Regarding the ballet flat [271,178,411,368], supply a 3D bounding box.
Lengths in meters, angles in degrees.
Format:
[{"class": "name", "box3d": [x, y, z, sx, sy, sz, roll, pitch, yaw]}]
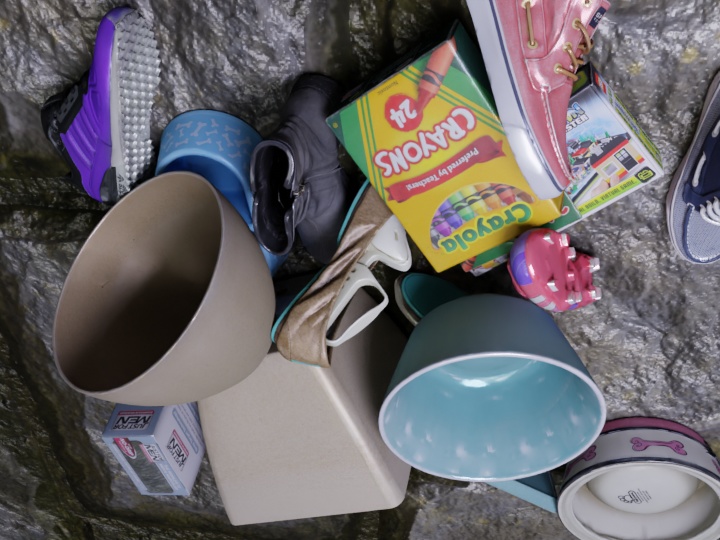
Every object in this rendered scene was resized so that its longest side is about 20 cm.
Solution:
[{"class": "ballet flat", "box3d": [0.000, 0.000, 0.735, 0.072, 0.201, 0.068, 28, 166, 18]}]

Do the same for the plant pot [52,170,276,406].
[{"class": "plant pot", "box3d": [-0.151, 0.035, 0.731, 0.198, 0.202, 0.134, -20, 143, 28]}]

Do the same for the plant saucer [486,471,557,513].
[{"class": "plant saucer", "box3d": [0.151, 0.226, 0.995, 0.198, 0.070, 0.019, 27, 117, -13]}]

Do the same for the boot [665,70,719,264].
[{"class": "boot", "box3d": [0.296, -0.063, 0.675, 0.072, 0.091, 0.202, 2, 133, 10]}]

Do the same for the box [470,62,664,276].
[{"class": "box", "box3d": [0.147, -0.080, 0.730, 0.199, 0.035, 0.110, -32, 119, 34]}]

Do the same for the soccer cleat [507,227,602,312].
[{"class": "soccer cleat", "box3d": [0.157, 0.005, 0.728, 0.076, 0.068, 0.199, -7, 173, 28]}]

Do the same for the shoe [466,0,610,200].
[{"class": "shoe", "box3d": [0.138, -0.157, 0.594, 0.090, 0.071, 0.202, -16, 96, 22]}]

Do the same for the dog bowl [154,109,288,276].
[{"class": "dog bowl", "box3d": [-0.134, -0.055, 0.804, 0.110, 0.050, 0.202, 0, 133, 12]}]

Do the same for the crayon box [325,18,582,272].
[{"class": "crayon box", "box3d": [0.081, -0.084, 0.685, 0.126, 0.051, 0.201, -27, 113, 32]}]

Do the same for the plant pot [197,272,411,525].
[{"class": "plant pot", "box3d": [-0.060, 0.117, 0.861, 0.197, 0.201, 0.178, -13, 119, 23]}]

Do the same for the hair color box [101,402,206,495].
[{"class": "hair color box", "box3d": [-0.192, 0.122, 0.877, 0.060, 0.201, 0.100, -4, 132, 16]}]

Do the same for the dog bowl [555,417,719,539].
[{"class": "dog bowl", "box3d": [0.330, 0.251, 0.975, 0.197, 0.074, 0.202, 6, 134, 6]}]

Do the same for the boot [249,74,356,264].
[{"class": "boot", "box3d": [-0.055, -0.055, 0.726, 0.069, 0.132, 0.202, 6, 133, 17]}]

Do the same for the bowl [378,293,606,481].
[{"class": "bowl", "box3d": [0.115, 0.097, 0.764, 0.198, 0.106, 0.202, 0, 137, 0]}]

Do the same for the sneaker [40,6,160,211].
[{"class": "sneaker", "box3d": [-0.237, -0.141, 0.733, 0.098, 0.070, 0.202, 19, 132, 5]}]

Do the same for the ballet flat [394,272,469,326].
[{"class": "ballet flat", "box3d": [0.114, 0.067, 0.857, 0.198, 0.068, 0.062, 25, 146, -10]}]
